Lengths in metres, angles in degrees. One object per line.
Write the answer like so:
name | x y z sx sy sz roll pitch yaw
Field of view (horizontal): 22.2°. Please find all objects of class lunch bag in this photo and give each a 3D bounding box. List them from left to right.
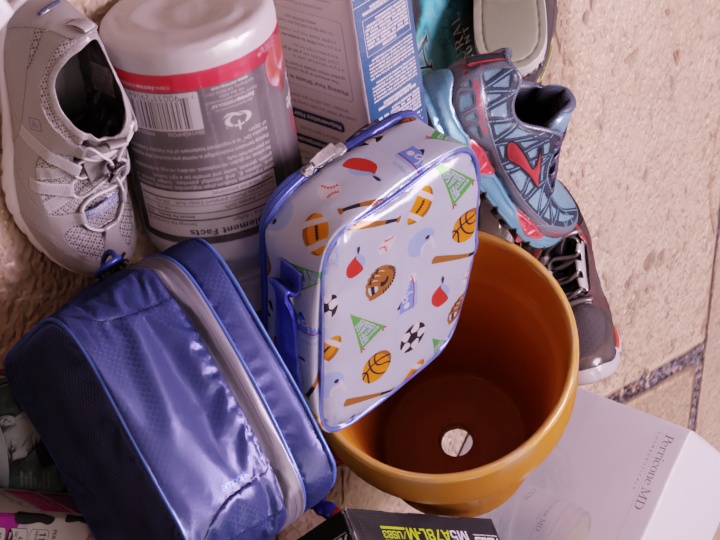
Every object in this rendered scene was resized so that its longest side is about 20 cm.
lunch bag | -0.113 0.079 1.107 0.132 0.136 0.201 -28 89 -32
lunch bag | 0.000 0.000 1.175 0.160 0.075 0.201 -34 143 -30

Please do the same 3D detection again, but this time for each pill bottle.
pill bottle | -0.093 -0.075 1.160 0.111 0.110 0.201 -37 132 -36

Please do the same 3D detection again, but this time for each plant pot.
plant pot | 0.067 0.097 1.385 0.201 0.199 0.184 -55 159 -19

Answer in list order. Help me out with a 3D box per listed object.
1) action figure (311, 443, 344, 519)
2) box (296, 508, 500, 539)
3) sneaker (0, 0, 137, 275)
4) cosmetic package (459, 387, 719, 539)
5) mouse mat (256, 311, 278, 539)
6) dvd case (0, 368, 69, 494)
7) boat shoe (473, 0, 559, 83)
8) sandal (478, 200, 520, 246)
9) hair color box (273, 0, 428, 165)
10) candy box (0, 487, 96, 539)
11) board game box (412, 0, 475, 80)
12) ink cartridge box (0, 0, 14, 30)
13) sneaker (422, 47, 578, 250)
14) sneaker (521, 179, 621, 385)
action figure | -0.057 0.177 1.335 0.199 0.098 0.066 -30 129 -44
box | -0.019 0.243 1.356 0.200 0.048 0.193 -36 150 26
sneaker | -0.169 -0.071 1.088 0.075 0.082 0.201 -43 138 -30
cosmetic package | 0.182 0.211 1.560 0.123 0.199 0.201 36 77 -52
mouse mat | -0.108 0.109 1.224 0.160 0.007 0.202 13 70 -53
dvd case | -0.194 0.120 1.195 0.199 0.022 0.147 -22 122 -46
boat shoe | 0.115 -0.225 1.369 0.061 0.071 0.203 73 23 -65
sandal | 0.101 -0.011 1.481 0.203 0.049 0.083 83 19 -54
hair color box | -0.012 -0.127 1.247 0.060 0.100 0.201 -36 132 -35
candy box | -0.212 0.209 1.145 0.199 0.061 0.137 13 95 -53
board game box | 0.045 -0.121 1.380 0.135 0.028 0.201 -42 135 -34
ink cartridge box | -0.279 -0.160 0.924 0.116 0.068 0.200 -56 141 -18
sneaker | 0.122 -0.087 1.319 0.095 0.080 0.200 -30 141 16
sneaker | 0.156 0.005 1.452 0.201 0.076 0.082 -99 175 -48
